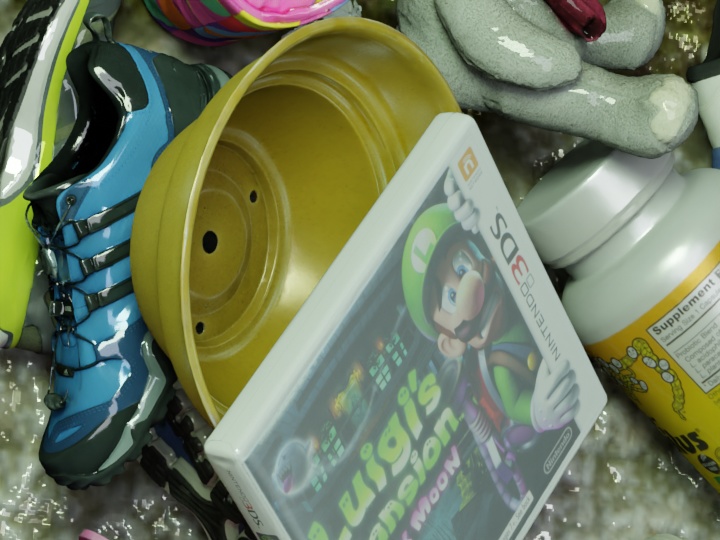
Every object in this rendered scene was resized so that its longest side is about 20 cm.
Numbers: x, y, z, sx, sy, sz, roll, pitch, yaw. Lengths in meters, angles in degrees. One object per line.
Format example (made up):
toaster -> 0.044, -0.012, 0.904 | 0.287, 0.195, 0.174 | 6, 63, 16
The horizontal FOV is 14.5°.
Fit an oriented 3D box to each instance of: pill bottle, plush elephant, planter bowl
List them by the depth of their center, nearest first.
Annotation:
planter bowl -> -0.039, -0.009, 1.208 | 0.200, 0.083, 0.201 | -10, 103, -51
plush elephant -> 0.069, -0.161, 1.338 | 0.199, 0.165, 0.155 | 8, 114, 3
pill bottle -> 0.170, 0.022, 1.382 | 0.200, 0.113, 0.113 | 46, 72, -10

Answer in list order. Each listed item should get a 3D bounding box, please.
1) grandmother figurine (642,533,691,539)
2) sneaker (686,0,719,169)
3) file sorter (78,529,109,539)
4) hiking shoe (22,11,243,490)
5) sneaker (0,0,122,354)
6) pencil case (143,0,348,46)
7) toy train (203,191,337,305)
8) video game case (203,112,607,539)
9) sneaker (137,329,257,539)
grandmother figurine -> 0.103, 0.202, 1.373 | 0.200, 0.060, 0.121 | -43, 126, -21
sneaker -> 0.246, -0.118, 1.440 | 0.199, 0.081, 0.115 | -26, 95, -18
file sorter -> -0.122, 0.233, 1.228 | 0.139, 0.125, 0.200 | 32, 73, 13
hiking shoe -> -0.118, -0.005, 1.250 | 0.087, 0.074, 0.201 | 21, 77, -31
sneaker -> -0.133, -0.053, 1.315 | 0.081, 0.074, 0.201 | 15, 87, -24
pencil case -> -0.049, -0.147, 1.277 | 0.088, 0.200, 0.089 | 0, 90, -15
toy train -> 0.000, 0.000, 1.317 | 0.114, 0.085, 0.200 | -33, 80, -37
video game case -> 0.027, 0.065, 1.216 | 0.200, 0.023, 0.182 | -55, 134, -31
sneaker -> -0.027, 0.104, 1.309 | 0.089, 0.079, 0.200 | -26, 74, -35
